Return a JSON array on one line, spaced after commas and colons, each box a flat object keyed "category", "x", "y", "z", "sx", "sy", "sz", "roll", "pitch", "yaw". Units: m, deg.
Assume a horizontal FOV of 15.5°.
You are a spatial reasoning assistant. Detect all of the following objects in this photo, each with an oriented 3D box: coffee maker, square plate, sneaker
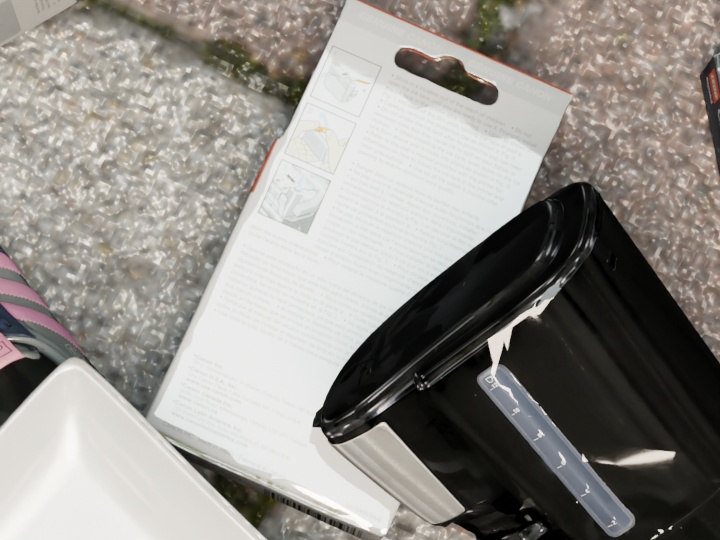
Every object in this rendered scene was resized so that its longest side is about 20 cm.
[{"category": "coffee maker", "x": 0.113, "y": 0.068, "z": 1.014, "sx": 0.192, "sy": 0.135, "sz": 0.200, "roll": -40, "pitch": 103, "yaw": -6}, {"category": "square plate", "x": -0.106, "y": 0.171, "z": 0.995, "sx": 0.198, "sy": 0.028, "sz": 0.200, "roll": 43, "pitch": 82, "yaw": 1}, {"category": "sneaker", "x": -0.158, "y": 0.024, "z": 1.067, "sx": 0.200, "sy": 0.082, "sz": 0.070, "roll": 44, "pitch": 82, "yaw": 5}]

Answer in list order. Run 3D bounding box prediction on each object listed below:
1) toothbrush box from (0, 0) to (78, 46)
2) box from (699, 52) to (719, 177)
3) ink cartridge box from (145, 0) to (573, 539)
[{"category": "toothbrush box", "x": -0.202, "y": -0.190, "z": 1.070, "sx": 0.085, "sy": 0.146, "sz": 0.200, "roll": -30, "pitch": 83, "yaw": -7}, {"category": "box", "x": 0.230, "y": -0.002, "z": 1.108, "sx": 0.136, "sy": 0.038, "sz": 0.201, "roll": -9, "pitch": 81, "yaw": -3}, {"category": "ink cartridge box", "x": 0.000, "y": 0.000, "z": 1.094, "sx": 0.109, "sy": 0.050, "sz": 0.200, "roll": 24, "pitch": 80, "yaw": 2}]
